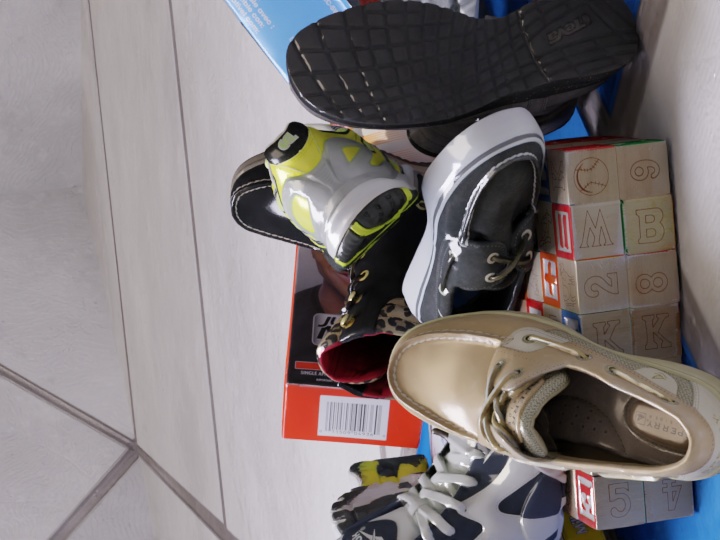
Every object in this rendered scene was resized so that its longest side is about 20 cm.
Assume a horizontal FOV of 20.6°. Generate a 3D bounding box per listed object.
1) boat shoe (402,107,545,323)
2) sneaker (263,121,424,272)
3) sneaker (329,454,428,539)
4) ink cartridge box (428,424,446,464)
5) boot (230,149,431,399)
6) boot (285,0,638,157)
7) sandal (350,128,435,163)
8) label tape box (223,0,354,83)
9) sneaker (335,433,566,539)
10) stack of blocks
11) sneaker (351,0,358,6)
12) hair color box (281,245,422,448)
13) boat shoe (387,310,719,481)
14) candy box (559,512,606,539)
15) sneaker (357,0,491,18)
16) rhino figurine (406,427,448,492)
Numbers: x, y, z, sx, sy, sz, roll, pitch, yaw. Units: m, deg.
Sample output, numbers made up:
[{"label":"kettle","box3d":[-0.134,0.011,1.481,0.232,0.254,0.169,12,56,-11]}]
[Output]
[{"label":"boat shoe","box3d":[0.068,-0.015,1.067,0.057,0.068,0.200,59,161,22]},{"label":"sneaker","box3d":[-0.010,-0.049,1.103,0.076,0.075,0.200,45,177,2]},{"label":"sneaker","box3d":[0.027,0.182,1.353,0.200,0.074,0.086,-54,-47,-80]},{"label":"ink cartridge box","box3d":[0.076,0.176,1.346,0.196,0.043,0.202,-120,26,-81]},{"label":"boot","box3d":[0.000,0.000,1.225,0.074,0.198,0.151,89,-167,-47]},{"label":"boot","box3d":[0.045,-0.093,1.082,0.132,0.198,0.071,132,131,-67]},{"label":"sandal","box3d":[0.038,-0.062,1.298,0.079,0.059,0.208,-21,96,48]},{"label":"label tape box","box3d":[-0.064,-0.191,1.221,0.145,0.063,0.200,53,-176,-6]},{"label":"sneaker","box3d":[0.041,0.133,1.094,0.080,0.128,0.201,-126,32,-62]},{"label":"stack of blocks","box3d":[0.127,0.030,1.087,0.115,0.058,0.202,-162,67,-75]},{"label":"sneaker","box3d":[-0.027,-0.231,1.400,0.200,0.130,0.080,44,150,6]},{"label":"hair color box","box3d":[-0.002,0.031,1.433,0.201,0.100,0.062,-88,3,-47]},{"label":"boat shoe","box3d":[0.092,0.065,1.002,0.199,0.065,0.073,13,100,31]},{"label":"candy box","box3d":[0.120,0.135,1.188,0.103,0.026,0.201,70,-178,-49]},{"label":"sneaker","box3d":[0.045,-0.159,1.227,0.082,0.076,0.201,-96,-14,-60]},{"label":"rhino figurine","box3d":[0.080,0.192,1.218,0.060,0.087,0.202,0,-110,-88]}]
